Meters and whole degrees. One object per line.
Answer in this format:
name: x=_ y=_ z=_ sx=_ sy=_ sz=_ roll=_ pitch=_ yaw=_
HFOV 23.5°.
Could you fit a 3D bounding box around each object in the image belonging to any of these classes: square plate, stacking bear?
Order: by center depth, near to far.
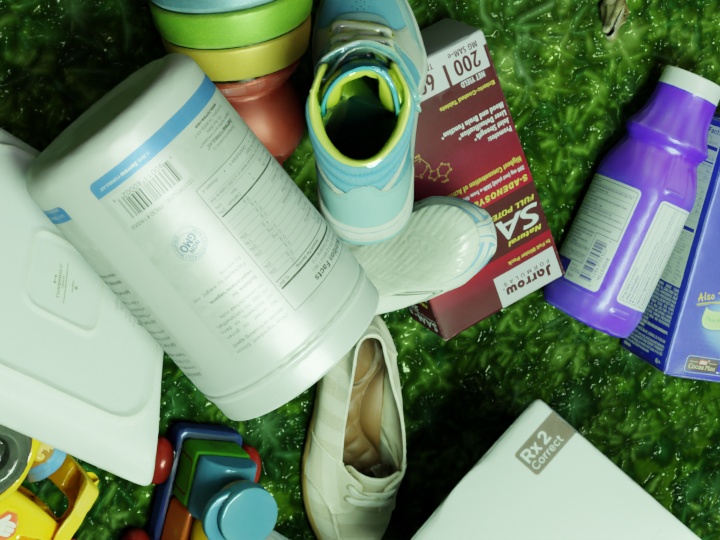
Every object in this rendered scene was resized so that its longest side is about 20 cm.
square plate: x=-0.190 y=0.010 z=1.071 sx=0.198 sy=0.028 sz=0.200 roll=30 pitch=48 yaw=-36
stacking bear: x=-0.084 y=-0.156 z=1.113 sx=0.114 sy=0.121 sz=0.200 roll=-19 pitch=121 yaw=-19

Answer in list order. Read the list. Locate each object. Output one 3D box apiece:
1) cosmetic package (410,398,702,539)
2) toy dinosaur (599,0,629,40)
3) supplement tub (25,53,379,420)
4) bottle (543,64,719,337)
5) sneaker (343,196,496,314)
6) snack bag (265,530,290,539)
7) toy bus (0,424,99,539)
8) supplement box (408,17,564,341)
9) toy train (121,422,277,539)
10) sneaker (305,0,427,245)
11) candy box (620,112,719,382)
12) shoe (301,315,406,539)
cosmetic package: x=0.137 y=0.215 z=1.242 sx=0.165 sy=0.200 sz=0.165 roll=40 pitch=86 yaw=13
toy dinosaur: x=0.211 y=-0.269 z=1.252 sx=0.101 sy=0.058 sz=0.200 roll=28 pitch=101 yaw=-44
supplement tub: x=-0.097 y=-0.021 z=1.069 sx=0.132 sy=0.132 sz=0.200 roll=-41 pitch=108 yaw=-9
bottle: x=0.207 y=-0.053 z=1.290 sx=0.065 sy=0.084 sz=0.200 roll=22 pitch=95 yaw=-26
sneaker: x=0.000 y=0.000 z=1.178 sx=0.072 sy=0.200 sz=0.072 roll=7 pitch=71 yaw=-65
snack bag: x=-0.037 y=0.290 z=1.225 sx=0.021 sy=0.188 sz=0.200 roll=-4 pitch=108 yaw=-44
toy bus: x=-0.239 y=0.153 z=1.126 sx=0.192 sy=0.136 sz=0.200 roll=27 pitch=90 yaw=-42
supplement box: x=0.061 y=-0.064 z=1.230 sx=0.109 sy=0.061 sz=0.200 roll=-29 pitch=116 yaw=-13
toy train: x=-0.114 y=0.217 z=1.202 sx=0.085 sy=0.116 sz=0.200 roll=9 pitch=101 yaw=-27
sneaker: x=0.005 y=-0.130 z=1.088 sx=0.079 sy=0.131 sz=0.200 roll=-4 pitch=67 yaw=0
candy box: x=0.312 y=-0.014 z=1.355 sx=0.169 sy=0.077 sz=0.200 roll=9 pitch=103 yaw=-26
shoe: x=-0.003 y=0.125 z=1.262 sx=0.070 sy=0.053 sz=0.200 roll=-7 pitch=108 yaw=-23
